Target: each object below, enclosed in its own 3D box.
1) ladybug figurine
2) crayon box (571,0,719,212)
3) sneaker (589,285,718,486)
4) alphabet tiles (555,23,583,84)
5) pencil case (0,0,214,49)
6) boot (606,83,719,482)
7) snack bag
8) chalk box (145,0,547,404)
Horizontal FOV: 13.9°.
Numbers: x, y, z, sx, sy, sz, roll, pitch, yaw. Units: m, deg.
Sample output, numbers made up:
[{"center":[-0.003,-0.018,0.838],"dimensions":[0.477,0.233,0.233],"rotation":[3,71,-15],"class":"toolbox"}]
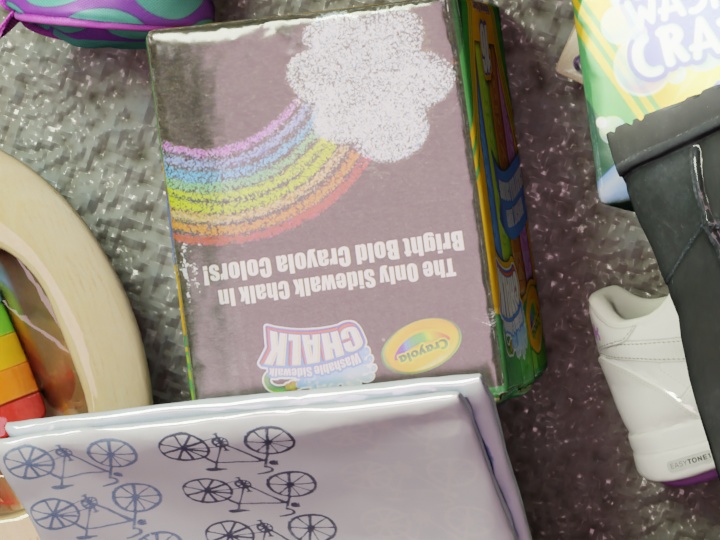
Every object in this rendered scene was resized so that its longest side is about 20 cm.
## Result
[{"center":[-0.153,0.037,1.207],"dimensions":[0.135,0.072,0.200],"rotation":[-18,89,6],"class":"ladybug figurine"},{"center":[0.142,-0.131,1.121],"dimensions":[0.125,0.052,0.200],"rotation":[-10,83,22],"class":"crayon box"},{"center":[0.171,0.011,1.115],"dimensions":[0.200,0.075,0.100],"rotation":[-25,90,30],"class":"sneaker"},{"center":[0.138,-0.141,1.155],"dimensions":[0.200,0.008,0.167],"rotation":[27,98,22],"class":"alphabet tiles"},{"center":[-0.098,-0.189,1.184],"dimensions":[0.092,0.085,0.200],"rotation":[2,92,-4],"class":"pencil case"},{"center":[0.183,0.021,1.030],"dimensions":[0.165,0.066,0.200],"rotation":[-24,79,43],"class":"boot"},{"center":[-0.025,0.114,1.141],"dimensions":[0.188,0.200,0.021],"rotation":[-7,48,12],"class":"snack bag"},{"center":[0.000,0.000,1.151],"dimensions":[0.125,0.124,0.200],"rotation":[-6,92,11],"class":"chalk box"}]
